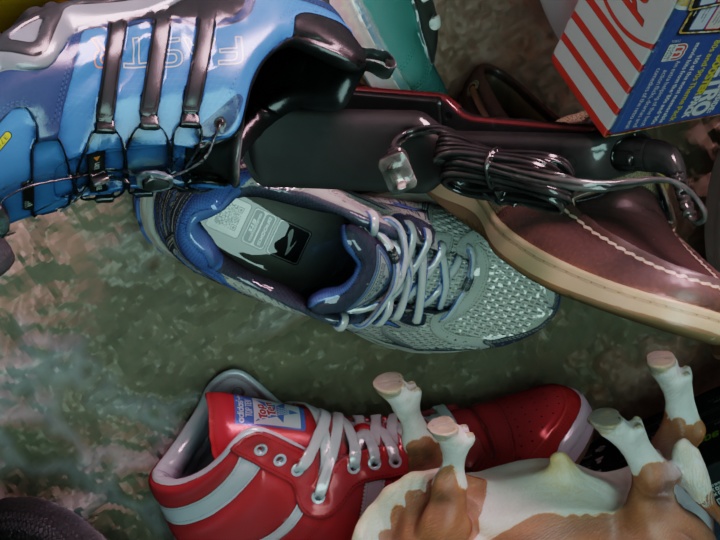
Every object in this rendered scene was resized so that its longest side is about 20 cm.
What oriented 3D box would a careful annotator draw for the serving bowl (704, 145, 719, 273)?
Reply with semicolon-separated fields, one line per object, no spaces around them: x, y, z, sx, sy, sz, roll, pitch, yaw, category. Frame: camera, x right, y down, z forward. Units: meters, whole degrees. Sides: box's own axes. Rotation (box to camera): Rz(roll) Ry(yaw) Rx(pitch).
0.245;-0.030;0.958;0.198;0.066;0.202;-4;105;-14;serving bowl

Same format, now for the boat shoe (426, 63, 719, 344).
0.090;-0.034;0.847;0.072;0.200;0.073;16;104;-30;boat shoe

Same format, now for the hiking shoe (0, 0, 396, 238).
-0.084;-0.059;0.774;0.199;0.075;0.087;-37;67;-22;hiking shoe

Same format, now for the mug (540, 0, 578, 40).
0.120;-0.171;0.837;0.174;0.148;0.202;-20;117;-17;mug

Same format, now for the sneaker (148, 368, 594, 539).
0.002;0.079;0.923;0.199;0.071;0.113;-29;113;-3;sneaker

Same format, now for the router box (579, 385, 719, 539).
0.182;0.132;0.944;0.199;0.062;0.150;-27;113;25;router box

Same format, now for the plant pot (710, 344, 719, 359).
0.229;-0.032;0.828;0.199;0.201;0.094;-13;87;-10;plant pot

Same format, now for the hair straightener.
0.037;-0.036;0.803;0.198;0.077;0.041;13;118;27;hair straightener

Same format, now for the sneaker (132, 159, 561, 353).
0.000;0.000;0.894;0.198;0.085;0.078;13;101;-18;sneaker

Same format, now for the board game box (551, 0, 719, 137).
0.186;-0.131;0.786;0.198;0.046;0.152;-11;144;-31;board game box

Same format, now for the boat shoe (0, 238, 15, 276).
-0.224;0.046;0.864;0.066;0.070;0.200;44;84;-19;boat shoe

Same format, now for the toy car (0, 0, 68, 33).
-0.216;-0.128;0.782;0.198;0.175;0.151;-13;73;-10;toy car

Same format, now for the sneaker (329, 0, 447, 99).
0.001;-0.149;0.862;0.080;0.071;0.201;-31;113;-7;sneaker

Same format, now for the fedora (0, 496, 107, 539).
-0.120;0.197;0.897;0.091;0.200;0.203;0;107;-45;fedora

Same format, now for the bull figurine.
0.059;0.104;0.866;0.198;0.065;0.122;-7;121;-5;bull figurine
